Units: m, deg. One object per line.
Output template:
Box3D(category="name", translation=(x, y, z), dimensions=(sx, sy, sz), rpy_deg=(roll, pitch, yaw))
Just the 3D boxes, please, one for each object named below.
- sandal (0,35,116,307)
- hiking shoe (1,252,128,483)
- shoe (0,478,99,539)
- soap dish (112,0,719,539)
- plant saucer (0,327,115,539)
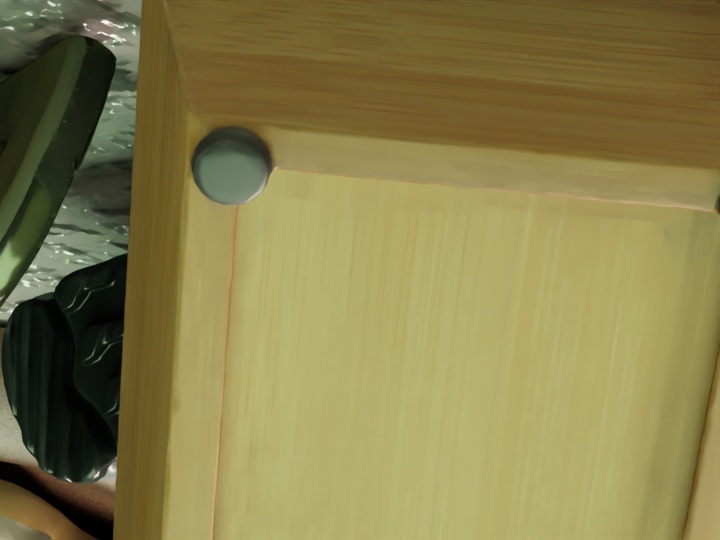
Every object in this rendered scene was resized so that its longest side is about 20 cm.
Box3D(category="sandal", translation=(-0.140, -0.016, 0.668), dimensions=(0.201, 0.080, 0.057), rpy_deg=(-14, 138, 39))
Box3D(category="hiking shoe", translation=(0.000, 0.000, 0.706), dimensions=(0.200, 0.075, 0.087), rpy_deg=(-15, -179, 27))
Box3D(category="shoe", translation=(-0.096, 0.124, 0.930), dimensions=(0.070, 0.053, 0.200), rpy_deg=(-9, 154, 31))
Box3D(category="soap dish", translation=(0.022, 0.026, 0.601), dimensions=(0.157, 0.081, 0.200), rpy_deg=(6, 120, 0))
Box3D(category="plant saucer", translation=(-0.137, 0.068, 0.921), dimensions=(0.200, 0.037, 0.200), rpy_deg=(5, 158, 2))
